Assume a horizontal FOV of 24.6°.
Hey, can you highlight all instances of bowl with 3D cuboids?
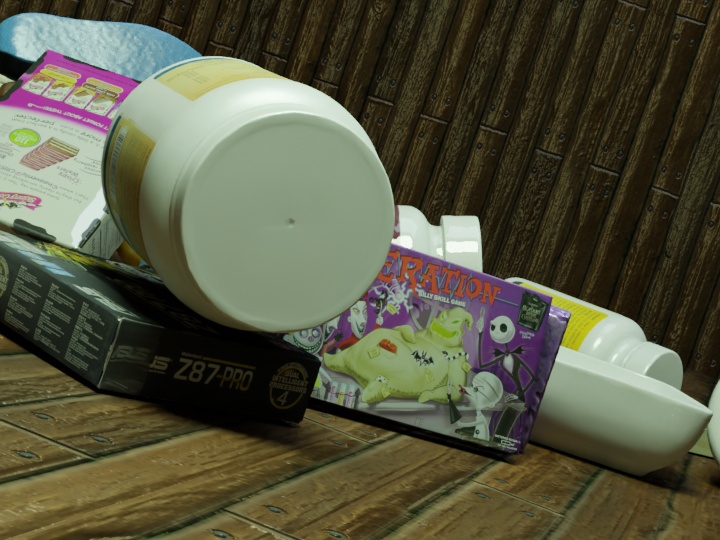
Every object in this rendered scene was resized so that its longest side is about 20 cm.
[{"bbox_3d":[0.182,0.110,1.390,0.199,0.075,0.200,18,4,-4],"label":"bowl"}]

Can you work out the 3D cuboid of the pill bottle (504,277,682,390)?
[{"bbox_3d":[0.212,0.086,1.625,0.199,0.112,0.111,21,4,40],"label":"pill bottle"}]

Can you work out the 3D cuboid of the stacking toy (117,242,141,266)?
[{"bbox_3d":[-0.184,-0.036,1.562,0.199,0.147,0.146,-4,14,-27],"label":"stacking toy"}]

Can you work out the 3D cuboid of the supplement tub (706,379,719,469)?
[{"bbox_3d":[0.398,0.139,1.511,0.144,0.145,0.200,20,3,18],"label":"supplement tub"}]

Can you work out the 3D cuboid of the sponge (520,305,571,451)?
[{"bbox_3d":[0.051,0.052,1.259,0.199,0.112,0.030,20,20,14],"label":"sponge"}]

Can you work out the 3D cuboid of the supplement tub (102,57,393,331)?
[{"bbox_3d":[-0.070,-0.047,0.987,0.144,0.145,0.200,18,7,-21],"label":"supplement tub"}]

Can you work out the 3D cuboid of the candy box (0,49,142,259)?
[{"bbox_3d":[-0.231,-0.077,1.272,0.136,0.061,0.200,20,44,11],"label":"candy box"}]

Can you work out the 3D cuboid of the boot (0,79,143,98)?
[{"bbox_3d":[-0.228,-0.078,1.356,0.185,0.064,0.201,1,39,-3],"label":"boot"}]

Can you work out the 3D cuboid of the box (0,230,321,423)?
[{"bbox_3d":[-0.146,0.032,1.028,0.161,0.049,0.200,14,8,-43],"label":"box"}]

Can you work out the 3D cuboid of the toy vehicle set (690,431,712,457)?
[{"bbox_3d":[0.279,0.146,1.742,0.124,0.027,0.200,16,4,-37],"label":"toy vehicle set"}]

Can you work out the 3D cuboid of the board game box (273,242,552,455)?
[{"bbox_3d":[0.035,0.049,1.152,0.199,0.121,0.032,17,-13,-24],"label":"board game box"}]

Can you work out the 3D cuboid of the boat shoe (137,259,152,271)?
[{"bbox_3d":[-0.070,0.033,1.188,0.199,0.075,0.062,13,39,3],"label":"boat shoe"}]

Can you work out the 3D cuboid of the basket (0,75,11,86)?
[{"bbox_3d":[-0.390,-0.152,1.708,0.199,0.162,0.198,15,6,-34],"label":"basket"}]

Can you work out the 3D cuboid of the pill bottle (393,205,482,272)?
[{"bbox_3d":[0.000,0.000,1.388,0.199,0.110,0.110,0,4,0],"label":"pill bottle"}]

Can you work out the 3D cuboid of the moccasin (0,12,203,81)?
[{"bbox_3d":[-0.227,-0.183,1.461,0.199,0.081,0.068,16,-25,-20],"label":"moccasin"}]
